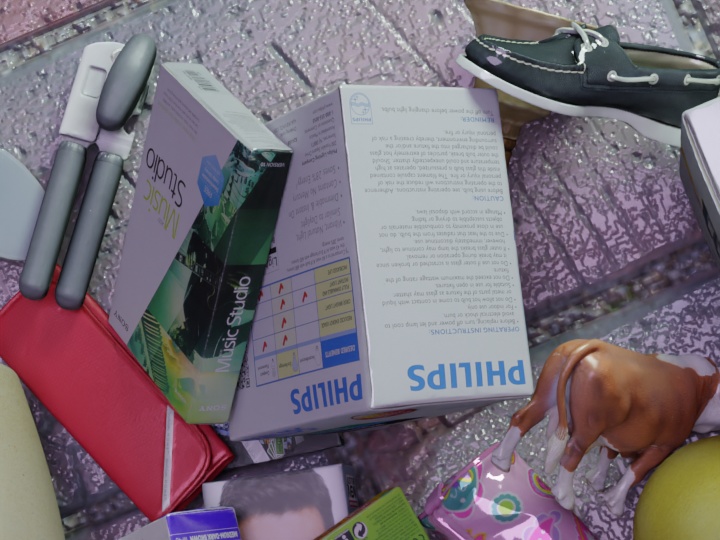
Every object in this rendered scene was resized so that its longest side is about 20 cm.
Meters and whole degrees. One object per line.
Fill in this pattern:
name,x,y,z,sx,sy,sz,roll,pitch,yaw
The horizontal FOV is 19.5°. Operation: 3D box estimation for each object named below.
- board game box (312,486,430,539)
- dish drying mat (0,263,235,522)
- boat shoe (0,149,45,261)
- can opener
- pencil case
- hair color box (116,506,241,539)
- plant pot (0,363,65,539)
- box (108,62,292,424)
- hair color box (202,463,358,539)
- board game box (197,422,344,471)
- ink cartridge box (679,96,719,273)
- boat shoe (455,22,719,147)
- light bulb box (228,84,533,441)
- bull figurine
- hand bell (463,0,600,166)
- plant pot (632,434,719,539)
board game box,0.035,0.253,1.377,0.095,0.030,0.200,-31,92,-30
dish drying mat,-0.179,0.085,1.461,0.077,0.018,0.200,-46,71,1
boat shoe,-0.310,-0.068,1.488,0.199,0.068,0.074,27,75,-14
can opener,-0.194,-0.073,1.469,0.053,0.066,0.200,16,80,-2
pencil case,0.128,0.210,1.381,0.087,0.087,0.200,-40,78,2
hair color box,-0.114,0.267,1.370,0.109,0.065,0.200,-30,70,43
plant pot,-0.280,0.166,1.413,0.187,0.187,0.200,-5,68,8
box,-0.110,-0.019,1.384,0.036,0.144,0.200,-1,117,-30
hair color box,-0.042,0.237,1.414,0.099,0.061,0.200,-9,81,7
board game box,-0.080,0.035,1.465,0.105,0.023,0.200,-12,82,9
ink cartridge box,0.294,-0.044,1.330,0.145,0.200,0.145,-22,80,5
boat shoe,0.152,-0.132,1.357,0.076,0.200,0.060,44,117,47
light bulb box,0.000,0.000,1.355,0.125,0.198,0.200,-2,81,-30
bull figurine,0.174,0.097,1.358,0.065,0.200,0.122,40,105,42
hand bell,0.094,-0.081,1.433,0.104,0.104,0.200,16,97,10
plant pot,0.252,0.180,1.322,0.200,0.200,0.142,-50,35,0
